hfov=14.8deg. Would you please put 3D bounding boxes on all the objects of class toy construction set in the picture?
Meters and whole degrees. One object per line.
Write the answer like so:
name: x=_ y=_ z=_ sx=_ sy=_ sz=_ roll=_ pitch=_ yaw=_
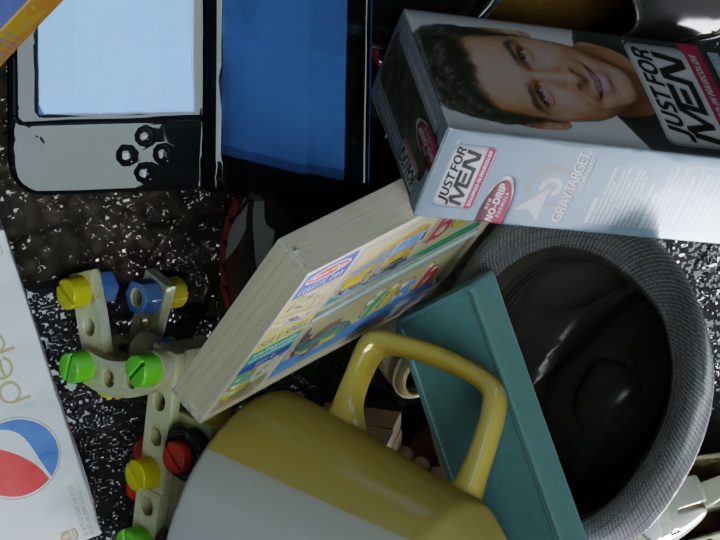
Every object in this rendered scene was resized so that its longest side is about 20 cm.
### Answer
toy construction set: x=-0.113 y=0.104 z=1.535 sx=0.092 sy=0.131 sz=0.201 roll=-25 pitch=124 yaw=-36

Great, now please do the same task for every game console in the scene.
game console: x=-0.090 y=-0.130 z=1.421 sx=0.170 sy=0.118 sz=0.201 roll=-3 pitch=103 yaw=-15

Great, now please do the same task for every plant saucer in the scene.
plant saucer: x=0.073 y=0.105 z=1.492 sx=0.070 sy=0.201 sz=0.019 roll=-27 pitch=166 yaw=35

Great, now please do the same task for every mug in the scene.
mug: x=0.000 y=0.141 z=1.455 sx=0.149 sy=0.153 sz=0.187 roll=-19 pitch=123 yaw=-55

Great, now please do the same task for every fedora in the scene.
fedora: x=0.129 y=0.059 z=1.517 sx=0.090 sy=0.177 sz=0.201 roll=-3 pitch=119 yaw=-54

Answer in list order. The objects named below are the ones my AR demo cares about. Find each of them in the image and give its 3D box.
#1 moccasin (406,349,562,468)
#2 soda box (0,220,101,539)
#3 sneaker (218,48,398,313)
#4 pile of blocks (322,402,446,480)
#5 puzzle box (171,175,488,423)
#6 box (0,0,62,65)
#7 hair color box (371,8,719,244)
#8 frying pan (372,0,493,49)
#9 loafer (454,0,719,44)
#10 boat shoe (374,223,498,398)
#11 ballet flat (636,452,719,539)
moccasin: x=0.083 y=0.110 z=1.617 sx=0.201 sy=0.078 sz=0.074 roll=-44 pitch=117 yaw=6
soda box: x=-0.203 y=0.062 z=1.521 sx=0.068 sy=0.064 sz=0.201 roll=-18 pitch=118 yaw=-7
sneaker: x=-0.028 y=-0.032 z=1.511 sx=0.071 sy=0.098 sz=0.201 roll=7 pitch=112 yaw=-21
pile of blocks: x=0.041 y=0.160 z=1.573 sx=0.200 sy=0.062 sz=0.082 roll=41 pitch=115 yaw=-5
puzzle box: x=0.000 y=0.000 z=1.453 sx=0.200 sy=0.025 sz=0.133 roll=-28 pitch=160 yaw=-45
box: x=-0.169 y=-0.204 z=1.391 sx=0.200 sy=0.041 sz=0.119 roll=-46 pitch=78 yaw=8
hair color box: x=0.115 y=-0.074 z=1.443 sx=0.199 sy=0.099 sz=0.061 roll=4 pitch=131 yaw=-22
frying pan: x=0.031 y=-0.205 z=1.481 sx=0.115 sy=0.031 sz=0.191 roll=4 pitch=75 yaw=15
loafer: x=0.140 y=-0.144 z=1.524 sx=0.199 sy=0.072 sz=0.073 roll=-7 pitch=114 yaw=-14
boat shoe: x=0.095 y=0.004 z=1.582 sx=0.200 sy=0.063 sz=0.073 roll=-39 pitch=117 yaw=3
ballet flat: x=0.191 y=0.131 z=1.628 sx=0.200 sy=0.068 sz=0.062 roll=-8 pitch=162 yaw=-48
